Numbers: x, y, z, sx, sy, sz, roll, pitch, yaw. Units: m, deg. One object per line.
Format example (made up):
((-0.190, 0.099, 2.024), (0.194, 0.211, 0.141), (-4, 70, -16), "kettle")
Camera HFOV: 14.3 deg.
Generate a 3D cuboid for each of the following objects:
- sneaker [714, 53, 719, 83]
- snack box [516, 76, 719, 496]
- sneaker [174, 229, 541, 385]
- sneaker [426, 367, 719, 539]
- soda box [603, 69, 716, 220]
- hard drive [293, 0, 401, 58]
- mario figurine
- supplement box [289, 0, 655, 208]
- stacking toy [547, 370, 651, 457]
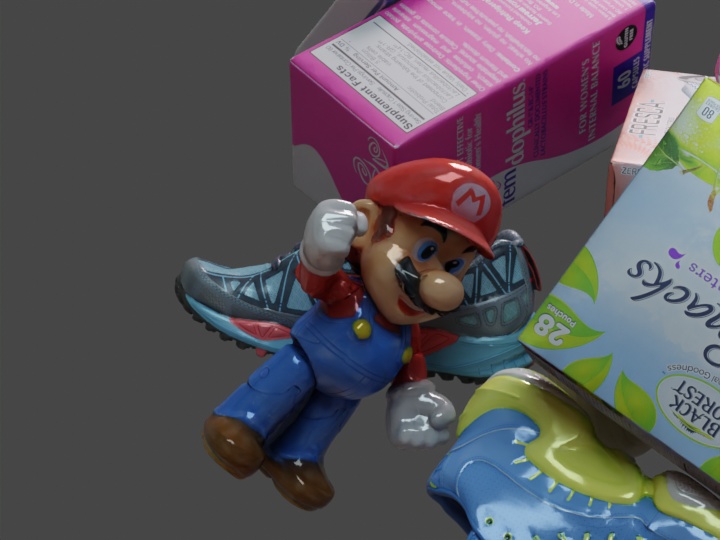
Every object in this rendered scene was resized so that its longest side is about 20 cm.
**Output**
((0.300, -0.115, 1.607), (0.200, 0.088, 0.081), (8, 16, 11), "sneaker")
((0.208, 0.029, 1.439), (0.200, 0.068, 0.169), (36, 88, 17), "snack box")
((0.000, 0.000, 1.567), (0.200, 0.096, 0.079), (7, 13, 1), "sneaker")
((0.117, 0.139, 1.465), (0.200, 0.076, 0.105), (35, 73, 31), "sneaker")
((0.177, -0.055, 1.597), (0.068, 0.064, 0.200), (7, 20, 8), "soda box")
((0.060, -0.192, 1.751), (0.200, 0.132, 0.025), (-34, 85, -28), "hard drive")
((0.007, 0.033, 1.471), (0.106, 0.123, 0.200), (38, 100, 16), "mario figurine")
((0.065, -0.103, 1.676), (0.200, 0.101, 0.103), (-29, 52, -25), "supplement box")
((0.201, 0.029, 1.565), (0.200, 0.085, 0.085), (-23, 48, -29), "stacking toy")
